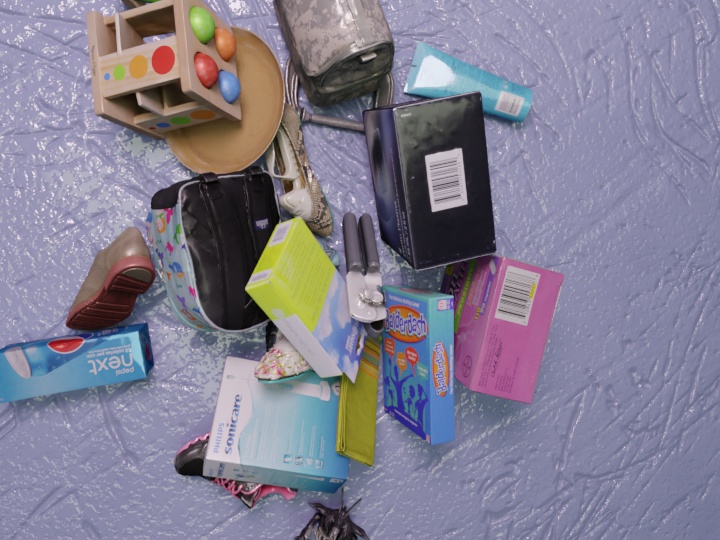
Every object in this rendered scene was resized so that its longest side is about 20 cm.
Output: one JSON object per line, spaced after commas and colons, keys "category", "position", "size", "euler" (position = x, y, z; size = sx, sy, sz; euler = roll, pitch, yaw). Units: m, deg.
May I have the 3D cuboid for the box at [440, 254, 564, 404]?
{"category": "box", "position": [0.187, 0.069, 0.811], "size": [0.094, 0.200, 0.181], "euler": [13, 94, -11]}

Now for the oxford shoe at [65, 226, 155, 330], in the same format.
{"category": "oxford shoe", "position": [-0.342, 0.018, 0.753], "size": [0.198, 0.070, 0.076], "euler": [-34, 59, 28]}

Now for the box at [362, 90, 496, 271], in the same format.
{"category": "box", "position": [0.087, -0.129, 0.763], "size": [0.120, 0.199, 0.206], "euler": [-12, 106, -7]}

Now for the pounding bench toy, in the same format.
{"category": "pounding bench toy", "position": [-0.242, -0.296, 0.703], "size": [0.151, 0.124, 0.207], "euler": [-8, 86, 16]}

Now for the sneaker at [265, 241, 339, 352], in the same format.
{"category": "sneaker", "position": [-0.084, 0.053, 0.823], "size": [0.084, 0.077, 0.205], "euler": [17, 95, -20]}

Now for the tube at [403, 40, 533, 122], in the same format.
{"category": "tube", "position": [0.169, -0.285, 0.854], "size": [0.194, 0.050, 0.080], "euler": [17, 88, -7]}

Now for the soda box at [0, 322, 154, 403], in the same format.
{"category": "soda box", "position": [-0.401, 0.128, 0.775], "size": [0.194, 0.064, 0.070], "euler": [-9, 97, -10]}

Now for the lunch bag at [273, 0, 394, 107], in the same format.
{"category": "lunch bag", "position": [-0.034, -0.348, 0.733], "size": [0.136, 0.168, 0.205], "euler": [-20, 90, -13]}

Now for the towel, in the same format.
{"category": "towel", "position": [0.002, 0.172, 0.806], "size": [0.086, 0.018, 0.205], "euler": [36, 47, -41]}

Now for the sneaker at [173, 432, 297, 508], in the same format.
{"category": "sneaker", "position": [-0.177, 0.298, 0.810], "size": [0.194, 0.097, 0.080], "euler": [3, 136, -10]}

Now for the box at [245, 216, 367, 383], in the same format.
{"category": "box", "position": [-0.061, 0.046, 0.739], "size": [0.047, 0.124, 0.202], "euler": [-14, 127, 29]}

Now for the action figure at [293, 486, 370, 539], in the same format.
{"category": "action figure", "position": [-0.058, 0.449, 0.853], "size": [0.116, 0.102, 0.204], "euler": [26, 92, 0]}

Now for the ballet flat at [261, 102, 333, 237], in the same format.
{"category": "ballet flat", "position": [-0.100, -0.137, 0.797], "size": [0.075, 0.067, 0.205], "euler": [-30, 106, -49]}

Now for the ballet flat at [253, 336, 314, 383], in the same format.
{"category": "ballet flat", "position": [-0.080, 0.114, 0.790], "size": [0.074, 0.198, 0.066], "euler": [1, 90, 32]}

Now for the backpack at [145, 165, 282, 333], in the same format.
{"category": "backpack", "position": [-0.185, -0.019, 0.740], "size": [0.176, 0.148, 0.206], "euler": [-21, 99, -48]}

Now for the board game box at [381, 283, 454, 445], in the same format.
{"category": "board game box", "position": [0.083, 0.131, 0.820], "size": [0.044, 0.151, 0.207], "euler": [-4, 96, -23]}

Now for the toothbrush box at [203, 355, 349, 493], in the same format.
{"category": "toothbrush box", "position": [-0.114, 0.223, 0.792], "size": [0.194, 0.086, 0.150], "euler": [12, 54, -13]}

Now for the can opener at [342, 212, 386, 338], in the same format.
{"category": "can opener", "position": [0.000, 0.000, 0.795], "size": [0.051, 0.067, 0.204], "euler": [3, 50, -13]}

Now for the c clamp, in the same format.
{"category": "c clamp", "position": [-0.025, -0.246, 0.828], "size": [0.194, 0.027, 0.176], "euler": [13, 93, -12]}

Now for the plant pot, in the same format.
{"category": "plant pot", "position": [-0.189, -0.231, 0.764], "size": [0.194, 0.027, 0.207], "euler": [-1, 88, 17]}
